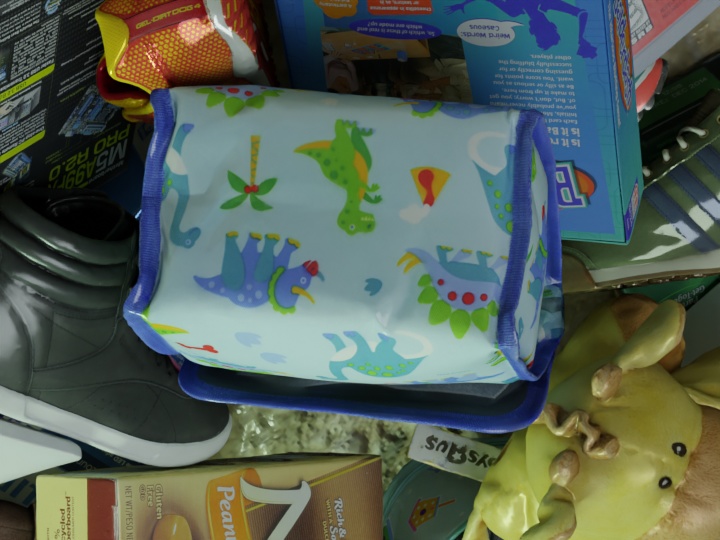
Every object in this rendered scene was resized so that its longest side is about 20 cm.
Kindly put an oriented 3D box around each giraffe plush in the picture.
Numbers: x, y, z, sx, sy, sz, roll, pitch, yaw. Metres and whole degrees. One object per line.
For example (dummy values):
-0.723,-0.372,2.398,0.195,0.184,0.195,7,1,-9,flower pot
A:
0.127,0.085,1.372,0.199,0.162,0.173,1,80,-4,giraffe plush

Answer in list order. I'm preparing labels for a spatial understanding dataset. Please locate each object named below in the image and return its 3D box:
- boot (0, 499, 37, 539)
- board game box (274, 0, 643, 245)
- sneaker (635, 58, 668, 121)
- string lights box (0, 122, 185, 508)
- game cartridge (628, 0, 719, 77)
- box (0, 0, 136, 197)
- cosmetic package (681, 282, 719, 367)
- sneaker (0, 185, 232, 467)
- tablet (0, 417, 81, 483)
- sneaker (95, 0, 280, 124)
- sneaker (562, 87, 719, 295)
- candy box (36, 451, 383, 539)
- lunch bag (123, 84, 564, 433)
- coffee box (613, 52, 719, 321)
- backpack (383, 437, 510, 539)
-0.215,0.167,1.437,0.166,0.073,0.200,12,142,-22,boot
0.042,-0.103,1.295,0.151,0.045,0.200,5,133,15,board game box
0.049,-0.066,1.434,0.200,0.070,0.093,-39,102,7,sneaker
-0.117,0.026,1.420,0.103,0.059,0.200,36,102,-34,string lights box
0.122,-0.167,1.366,0.200,0.041,0.133,-41,120,-22,game cartridge
-0.169,-0.075,1.267,0.200,0.044,0.161,-35,150,-42,box
0.236,0.017,1.502,0.200,0.051,0.083,-41,126,6,cosmetic package
-0.108,0.023,1.327,0.200,0.071,0.099,22,104,-49,sneaker
-0.228,0.083,1.354,0.130,0.200,0.014,20,68,-30,tablet
-0.077,-0.093,1.309,0.077,0.073,0.200,-14,165,4,sneaker
0.170,-0.043,1.440,0.199,0.067,0.090,-9,88,5,sneaker
-0.068,0.149,1.403,0.200,0.055,0.116,0,90,-52,candy box
0.000,0.000,1.281,0.169,0.200,0.128,6,81,8,lunch bag
0.187,-0.009,1.526,0.123,0.044,0.200,-28,125,-3,coffee box
0.078,0.183,1.531,0.175,0.153,0.201,7,117,-17,backpack
